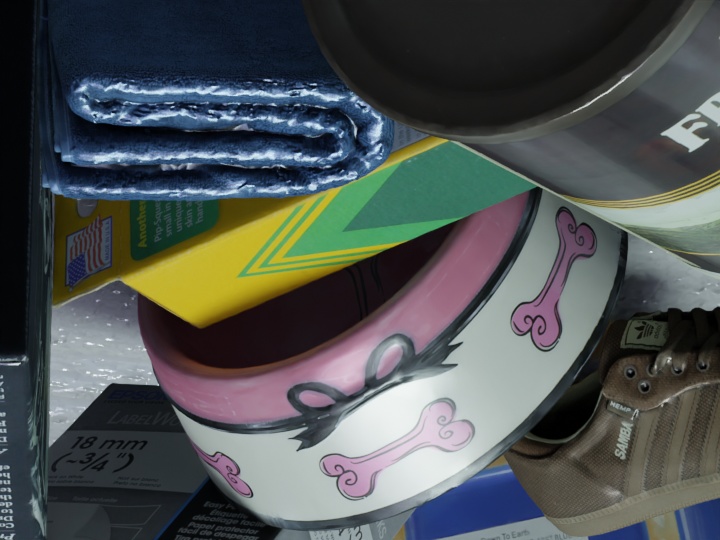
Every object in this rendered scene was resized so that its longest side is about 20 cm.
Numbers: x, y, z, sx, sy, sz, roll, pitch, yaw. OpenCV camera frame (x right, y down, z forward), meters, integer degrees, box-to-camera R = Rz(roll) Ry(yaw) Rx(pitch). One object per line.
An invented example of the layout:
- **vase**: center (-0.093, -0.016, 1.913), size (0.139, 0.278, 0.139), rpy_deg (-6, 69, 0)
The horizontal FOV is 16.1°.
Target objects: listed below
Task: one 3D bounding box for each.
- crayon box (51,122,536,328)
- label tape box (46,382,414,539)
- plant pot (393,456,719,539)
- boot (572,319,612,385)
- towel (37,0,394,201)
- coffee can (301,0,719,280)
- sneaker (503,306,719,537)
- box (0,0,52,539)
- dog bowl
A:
- **crayon box**: center (-0.023, -0.062, 0.945), size (0.200, 0.126, 0.052), rpy_deg (-22, 144, 28)
- **label tape box**: center (-0.058, 0.092, 1.079), size (0.144, 0.200, 0.063), rpy_deg (1, 120, 29)
- **plant pot**: center (0.101, 0.157, 1.206), size (0.200, 0.200, 0.180), rpy_deg (-14, 164, 14)
- **boot**: center (0.026, 0.011, 1.124), size (0.155, 0.077, 0.200), rpy_deg (-3, 160, -7)
- **towel**: center (-0.051, -0.084, 0.847), size (0.111, 0.200, 0.049), rpy_deg (1, 118, -7)
- **coffee can**: center (0.094, -0.087, 0.797), size (0.146, 0.147, 0.200), rpy_deg (-22, 156, 27)
- **sneaker**: center (0.138, 0.049, 1.046), size (0.200, 0.070, 0.076), rpy_deg (-29, 110, 33)
- **box**: center (-0.178, -0.003, 0.955), size (0.124, 0.200, 0.197), rpy_deg (1, 148, -7)
- **dog bowl**: center (0.000, 0.000, 0.996), size (0.200, 0.200, 0.074), rpy_deg (-21, 129, 26)
